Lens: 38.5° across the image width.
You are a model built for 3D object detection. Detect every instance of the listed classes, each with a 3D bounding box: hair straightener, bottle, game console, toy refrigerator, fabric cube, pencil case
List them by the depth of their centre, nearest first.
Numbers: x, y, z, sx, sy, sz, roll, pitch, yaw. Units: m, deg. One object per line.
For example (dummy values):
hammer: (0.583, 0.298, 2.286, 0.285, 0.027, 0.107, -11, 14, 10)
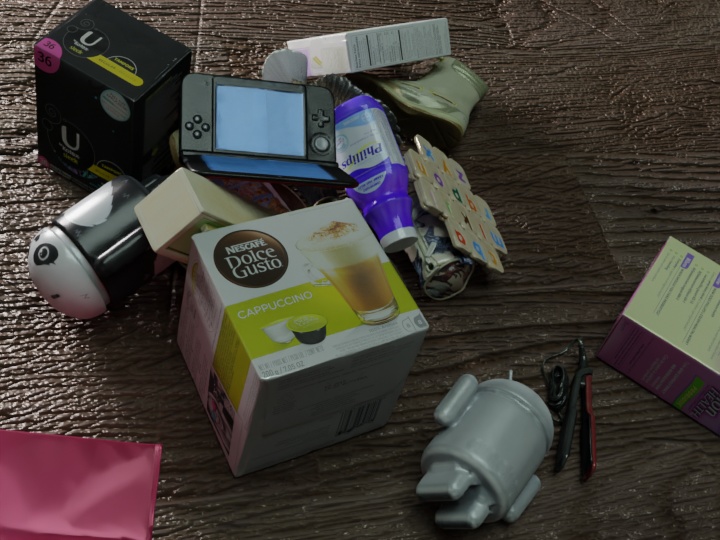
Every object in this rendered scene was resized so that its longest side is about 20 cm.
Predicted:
fabric cube: (-0.293, 0.278, 0.929, 0.198, 0.197, 0.201, 8, 49, -11)
toy refrigerator: (-0.159, -0.042, 1.179, 0.070, 0.076, 0.200, 60, 16, 25)
game console: (-0.111, -0.168, 1.232, 0.198, 0.119, 0.174, 3, 74, -18)
hair straightener: (0.253, 0.161, 1.270, 0.076, 0.041, 0.201, 16, 50, -3)
bottle: (0.018, -0.122, 1.323, 0.065, 0.083, 0.201, 16, 51, -63)
pencil case: (0.076, -0.060, 1.369, 0.078, 0.089, 0.201, -33, 61, 7)

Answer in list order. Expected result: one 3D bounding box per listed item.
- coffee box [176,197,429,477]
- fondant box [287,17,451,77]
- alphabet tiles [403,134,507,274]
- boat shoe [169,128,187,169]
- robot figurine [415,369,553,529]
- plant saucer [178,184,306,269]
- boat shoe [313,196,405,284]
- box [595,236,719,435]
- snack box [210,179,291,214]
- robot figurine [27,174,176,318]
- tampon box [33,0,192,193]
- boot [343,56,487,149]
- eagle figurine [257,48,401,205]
coffee box: (-0.074, 0.071, 1.150, 0.198, 0.201, 0.198, -15, 57, -25)
fondant box: (0.014, -0.328, 1.520, 0.199, 0.059, 0.144, -17, 16, -37)
alphabet tiles: (0.128, -0.087, 1.376, 0.199, 0.015, 0.197, 28, 35, -47)
boat shoe: (-0.187, -0.179, 1.367, 0.064, 0.072, 0.200, -12, 20, 16)
robot figurine: (0.145, 0.202, 1.161, 0.200, 0.112, 0.170, -46, 112, -37)
plant saucer: (-0.158, -0.047, 1.332, 0.198, 0.035, 0.201, 7, 51, -9)
boat shoe: (0.000, 0.000, 1.312, 0.071, 0.076, 0.201, -27, 85, -16)
box: (0.441, 0.085, 1.346, 0.199, 0.097, 0.176, 32, 51, 12)
snack box: (-0.127, -0.069, 1.319, 0.072, 0.024, 0.200, -24, 62, -28)
robot figurine: (-0.293, -0.034, 1.210, 0.200, 0.151, 0.125, -38, 74, -20)
tampon box: (-0.315, -0.207, 1.308, 0.149, 0.201, 0.126, 29, 50, 9)
boot: (0.083, -0.273, 1.555, 0.199, 0.072, 0.155, 24, 47, 8)
eagle figurine: (-0.057, -0.200, 1.425, 0.150, 0.152, 0.200, -8, 46, -46)
